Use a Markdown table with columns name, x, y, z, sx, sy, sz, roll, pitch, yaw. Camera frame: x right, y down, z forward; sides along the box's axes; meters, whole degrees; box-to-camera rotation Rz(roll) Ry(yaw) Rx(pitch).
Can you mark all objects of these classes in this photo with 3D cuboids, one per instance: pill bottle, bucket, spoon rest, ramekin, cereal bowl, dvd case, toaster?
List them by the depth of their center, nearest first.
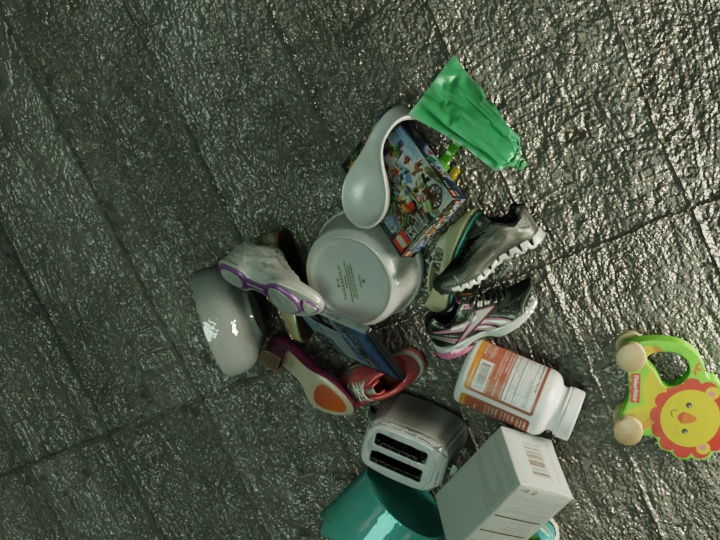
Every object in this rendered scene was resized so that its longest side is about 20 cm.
| name | x | y | z | sx | sy | sz | roll | pitch | yaw |
| --- | --- | --- | --- | --- | --- | --- | --- | --- | --- |
| spoon rest | 0.025 | -0.162 | 1.495 | 0.099 | 0.060 | 0.202 | 36 | 112 | 35 |
| pill bottle | 0.261 | 0.200 | 1.566 | 0.198 | 0.112 | 0.113 | 23 | 114 | 13 |
| ramekin | 0.000 | 0.000 | 1.600 | 0.200 | 0.094 | 0.205 | 11 | 117 | 22 |
| dvd case | -0.022 | 0.114 | 1.615 | 0.199 | 0.018 | 0.143 | 19 | 154 | 44 |
| toaster | 0.084 | 0.294 | 1.657 | 0.198 | 0.129 | 0.115 | 22 | 113 | 13 |
| cereal bowl | -0.223 | 0.082 | 1.682 | 0.082 | 0.200 | 0.202 | -19 | 100 | 2 |
| bucket | 0.043 | 0.448 | 1.687 | 0.207 | 0.207 | 0.135 | 41 | 108 | 4 |

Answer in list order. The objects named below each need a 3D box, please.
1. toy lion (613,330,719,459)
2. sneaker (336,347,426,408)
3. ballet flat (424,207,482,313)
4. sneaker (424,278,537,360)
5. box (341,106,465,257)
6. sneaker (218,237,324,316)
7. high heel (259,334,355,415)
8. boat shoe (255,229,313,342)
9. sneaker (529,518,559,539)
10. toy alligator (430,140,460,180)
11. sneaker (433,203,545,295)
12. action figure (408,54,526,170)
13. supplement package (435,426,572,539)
| name | x | y | z | sx | sy | sz | roll | pitch | yaw |
| --- | --- | --- | --- | --- | --- | --- | --- | --- | --- |
| toy lion | 0.499 | 0.201 | 1.507 | 0.189 | 0.069 | 0.203 | 1 | 107 | 14 |
| sneaker | 0.017 | 0.197 | 1.675 | 0.199 | 0.087 | 0.074 | -28 | 95 | 27 |
| ballet flat | 0.147 | -0.018 | 1.570 | 0.069 | 0.069 | 0.202 | 19 | 113 | 14 |
| sneaker | 0.192 | 0.065 | 1.540 | 0.199 | 0.081 | 0.087 | -32 | 113 | 8 |
| box | 0.065 | -0.141 | 1.525 | 0.137 | 0.037 | 0.201 | -48 | 61 | 30 |
| sneaker | -0.138 | 0.004 | 1.598 | 0.198 | 0.100 | 0.075 | 27 | 145 | 18 |
| high heel | -0.083 | 0.180 | 1.707 | 0.199 | 0.096 | 0.068 | 36 | 117 | 4 |
| boat shoe | -0.136 | 0.031 | 1.693 | 0.064 | 0.072 | 0.203 | -13 | 96 | 29 |
| sneaker | 0.248 | 0.455 | 1.672 | 0.197 | 0.080 | 0.079 | 1 | 107 | 22 |
| toy alligator | 0.102 | -0.129 | 1.553 | 0.059 | 0.054 | 0.201 | 38 | 116 | 6 |
| sneaker | 0.191 | -0.040 | 1.500 | 0.199 | 0.067 | 0.091 | -31 | 111 | -3 |
| action figure | 0.181 | -0.223 | 1.483 | 0.199 | 0.055 | 0.119 | 39 | 87 | -8 |
| supplement package | 0.231 | 0.372 | 1.567 | 0.116 | 0.118 | 0.201 | 18 | 126 | -28 |
